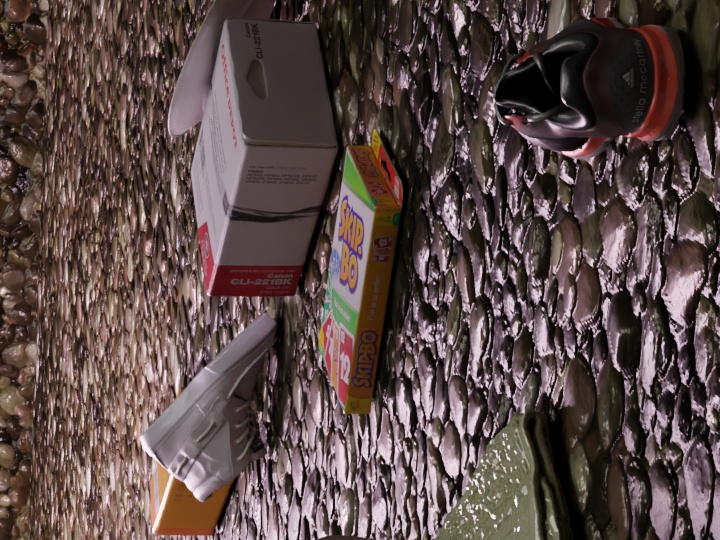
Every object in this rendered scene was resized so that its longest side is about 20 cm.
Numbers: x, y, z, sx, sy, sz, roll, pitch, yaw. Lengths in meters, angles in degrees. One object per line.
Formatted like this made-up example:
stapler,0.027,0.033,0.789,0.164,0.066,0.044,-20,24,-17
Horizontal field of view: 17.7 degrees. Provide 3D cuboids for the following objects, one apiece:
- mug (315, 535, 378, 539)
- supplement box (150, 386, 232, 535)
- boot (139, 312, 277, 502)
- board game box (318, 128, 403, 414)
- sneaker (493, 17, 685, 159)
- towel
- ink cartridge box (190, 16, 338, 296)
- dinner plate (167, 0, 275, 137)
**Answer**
mug,0.011,0.271,1.575,0.149,0.185,0.155,-12,-66,-72
supplement box,-0.162,0.191,2.288,0.200,0.066,0.069,114,155,-56
boot,-0.114,0.129,2.124,0.200,0.096,0.074,-46,-1,36
board game box,0.000,0.000,1.763,0.096,0.030,0.201,-114,31,-56
sneaker,0.106,-0.103,1.255,0.200,0.081,0.078,172,98,-75
towel,0.085,0.189,1.411,0.201,0.036,0.149,114,153,-53
ink cartridge box,-0.085,-0.095,1.964,0.201,0.083,0.145,107,158,-50
dinner plate,-0.113,-0.203,2.035,0.201,0.024,0.200,-60,-5,-10
